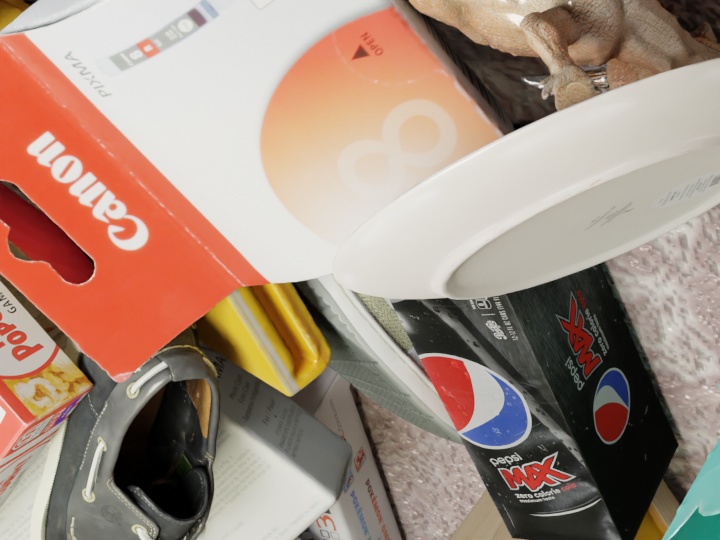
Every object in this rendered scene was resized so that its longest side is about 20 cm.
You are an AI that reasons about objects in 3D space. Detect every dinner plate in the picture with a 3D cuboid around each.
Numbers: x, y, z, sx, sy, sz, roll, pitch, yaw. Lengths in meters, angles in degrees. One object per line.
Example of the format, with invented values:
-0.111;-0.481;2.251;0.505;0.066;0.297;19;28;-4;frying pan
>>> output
0.086;-0.027;0.966;0.200;0.200;0.024;-40;69;54;dinner plate

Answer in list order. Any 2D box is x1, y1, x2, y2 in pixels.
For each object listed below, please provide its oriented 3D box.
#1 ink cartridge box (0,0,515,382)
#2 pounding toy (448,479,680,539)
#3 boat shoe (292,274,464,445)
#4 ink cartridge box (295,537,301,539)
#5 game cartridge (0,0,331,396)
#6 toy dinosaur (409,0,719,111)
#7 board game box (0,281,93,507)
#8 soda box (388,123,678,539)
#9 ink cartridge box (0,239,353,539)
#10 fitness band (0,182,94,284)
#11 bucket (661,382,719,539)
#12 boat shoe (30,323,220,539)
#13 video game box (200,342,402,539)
-0.064;-0.050;1.016;0.200;0.050;0.162;-38;123;9;ink cartridge box
0.134;0.205;1.235;0.142;0.184;0.200;-11;121;48;pounding toy
-0.001;-0.001;1.163;0.202;0.065;0.074;49;164;-24;boat shoe
-0.068;0.201;1.349;0.162;0.057;0.200;-34;129;29;ink cartridge box
-0.109;-0.045;1.155;0.200;0.032;0.176;31;157;51;game cartridge
0.060;-0.105;0.980;0.200;0.086;0.136;38;174;13;toy dinosaur
-0.226;0.027;1.168;0.200;0.046;0.152;47;132;9;board game box
0.071;0.032;1.141;0.063;0.071;0.200;3;136;35;soda box
-0.129;0.082;1.245;0.200;0.047;0.160;40;121;-13;ink cartridge box
-0.194;0.017;1.297;0.200;0.037;0.144;33;134;26;fitness band
0.225;0.113;1.071;0.207;0.135;0.207;20;143;16;bucket
-0.101;0.103;1.171;0.068;0.072;0.200;41;135;37;boat shoe
-0.081;0.105;1.369;0.200;0.047;0.182;10;138;27;video game box
